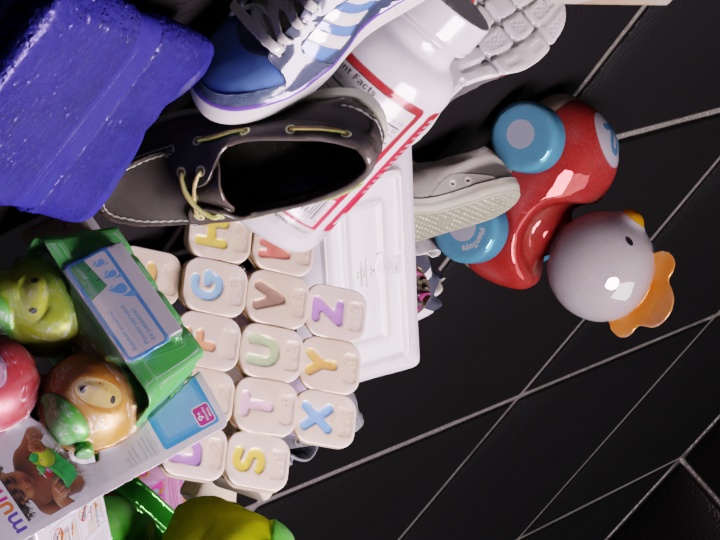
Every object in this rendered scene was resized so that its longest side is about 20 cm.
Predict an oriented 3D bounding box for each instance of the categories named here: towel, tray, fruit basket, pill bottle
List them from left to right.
[{"bbox_3d":[-0.205,0.060,1.448,0.200,0.185,0.094,-26,165,-40],"label":"fruit basket"},{"bbox_3d":[-0.180,-0.103,1.351,0.148,0.050,0.200,-52,160,9],"label":"towel"},{"bbox_3d":[-0.135,0.213,1.702,0.215,0.156,0.216,-3,124,-4],"label":"fruit basket"},{"bbox_3d":[-0.011,-0.117,1.545,0.200,0.112,0.112,-46,161,16],"label":"pill bottle"},{"bbox_3d":[0.000,0.000,1.777,0.107,0.022,0.201,-16,117,-25],"label":"tray"}]

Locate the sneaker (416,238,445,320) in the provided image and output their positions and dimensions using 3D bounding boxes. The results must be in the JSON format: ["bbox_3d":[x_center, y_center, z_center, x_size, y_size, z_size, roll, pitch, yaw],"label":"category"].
[{"bbox_3d":[0.013,0.041,2.010,0.129,0.080,0.199,-18,142,-32],"label":"sneaker"}]

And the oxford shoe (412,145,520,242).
[{"bbox_3d":[0.035,-0.058,1.878,0.200,0.058,0.075,-15,159,-24],"label":"oxford shoe"}]

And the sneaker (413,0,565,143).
[{"bbox_3d":[0.060,-0.157,1.705,0.200,0.077,0.082,-34,-172,-18],"label":"sneaker"}]

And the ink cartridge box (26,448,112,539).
[{"bbox_3d":[-0.254,0.207,1.545,0.084,0.175,0.201,-44,131,-54],"label":"ink cartridge box"}]

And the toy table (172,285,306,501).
[{"bbox_3d":[-0.115,0.101,1.728,0.200,0.184,0.117,50,60,-37],"label":"toy table"}]

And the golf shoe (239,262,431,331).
[{"bbox_3d":[-0.043,0.027,1.846,0.199,0.073,0.092,-6,160,-22],"label":"golf shoe"}]

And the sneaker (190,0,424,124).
[{"bbox_3d":[-0.033,-0.189,1.410,0.200,0.081,0.147,-35,153,-8],"label":"sneaker"}]

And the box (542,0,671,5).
[{"bbox_3d":[0.173,-0.247,1.652,0.078,0.095,0.200,-50,159,26],"label":"box"}]

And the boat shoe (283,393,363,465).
[{"bbox_3d":[-0.066,0.136,1.991,0.070,0.072,0.201,-34,-174,-34],"label":"boat shoe"}]

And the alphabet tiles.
[{"bbox_3d":[-0.088,0.055,1.655,0.195,0.201,0.015,12,164,-21],"label":"alphabet tiles"}]

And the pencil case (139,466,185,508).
[{"bbox_3d":[-0.170,0.152,1.894,0.087,0.087,0.200,-34,160,-20],"label":"pencil case"}]

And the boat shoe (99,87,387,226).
[{"bbox_3d":[-0.082,-0.066,1.473,0.201,0.072,0.061,-14,-152,13],"label":"boat shoe"}]

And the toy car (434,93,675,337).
[{"bbox_3d":[0.199,-0.034,1.990,0.177,0.200,0.184,-58,160,12],"label":"toy car"}]
